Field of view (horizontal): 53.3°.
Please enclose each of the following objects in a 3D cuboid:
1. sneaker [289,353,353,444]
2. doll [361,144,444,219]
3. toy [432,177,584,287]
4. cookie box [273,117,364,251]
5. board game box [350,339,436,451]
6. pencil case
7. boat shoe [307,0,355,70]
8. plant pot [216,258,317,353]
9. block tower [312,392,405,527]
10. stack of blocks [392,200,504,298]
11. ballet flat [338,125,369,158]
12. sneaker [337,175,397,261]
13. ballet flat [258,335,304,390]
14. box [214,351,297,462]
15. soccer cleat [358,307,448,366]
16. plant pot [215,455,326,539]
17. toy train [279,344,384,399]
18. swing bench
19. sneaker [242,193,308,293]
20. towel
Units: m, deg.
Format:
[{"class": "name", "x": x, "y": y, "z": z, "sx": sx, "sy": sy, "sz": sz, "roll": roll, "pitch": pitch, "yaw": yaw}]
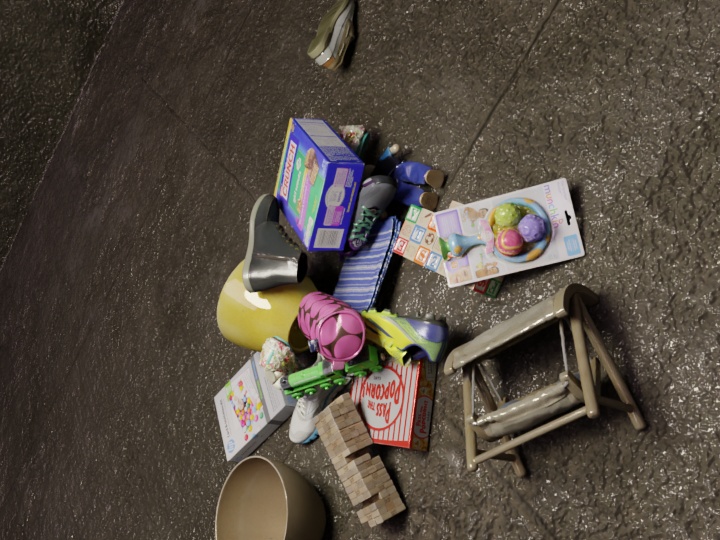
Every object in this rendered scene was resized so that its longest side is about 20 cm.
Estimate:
[{"class": "sneaker", "x": -0.091, "y": 0.222, "z": 1.294, "sx": 0.075, "sy": 0.086, "sz": 0.201, "roll": 39, "pitch": 106, "yaw": 45}, {"class": "doll", "x": 0.061, "y": -0.158, "z": 1.300, "sx": 0.199, "sy": 0.048, "sz": 0.138, "roll": 24, "pitch": 103, "yaw": 50}, {"class": "toy", "x": 0.206, "y": -0.055, "z": 1.028, "sx": 0.198, "sy": 0.047, "sz": 0.116, "roll": -15, "pitch": 81, "yaw": 19}, {"class": "cookie box", "x": -0.080, "y": -0.157, "z": 1.290, "sx": 0.200, "sy": 0.074, "sz": 0.173, "roll": 53, "pitch": 136, "yaw": 50}, {"class": "board game box", "x": 0.053, "y": 0.185, "z": 1.179, "sx": 0.151, "sy": 0.046, "sz": 0.202, "roll": -7, "pitch": 70, "yaw": 47}, {"class": "pencil case", "x": -0.054, "y": 0.093, "z": 1.177, "sx": 0.200, "sy": 0.090, "sz": 0.095, "roll": -148, "pitch": 54, "yaw": -76}, {"class": "boat shoe", "x": -0.050, "y": -0.509, "z": 1.543, "sx": 0.074, "sy": 0.068, "sz": 0.201, "roll": -16, "pitch": 43, "yaw": 48}, {"class": "plant pot", "x": -0.148, "y": 0.078, "z": 1.347, "sx": 0.141, "sy": 0.199, "sz": 0.202, "roll": 28, "pitch": 96, "yaw": 35}, {"class": "block tower", "x": -0.007, "y": 0.301, "z": 1.140, "sx": 0.054, "sy": 0.057, "sz": 0.201, "roll": -42, "pitch": 68, "yaw": 42}, {"class": "stack of blocks", "x": 0.152, "y": -0.047, "z": 1.151, "sx": 0.199, "sy": 0.058, "sz": 0.116, "roll": 28, "pitch": 96, "yaw": 49}, {"class": "ballet flat", "x": -0.040, "y": -0.186, "z": 1.386, "sx": 0.063, "sy": 0.076, "sz": 0.202, "roll": 19, "pitch": 91, "yaw": 7}, {"class": "sneaker", "x": 0.011, "y": -0.088, "z": 1.266, "sx": 0.200, "sy": 0.074, "sz": 0.088, "roll": 136, "pitch": 137, "yaw": -55}, {"class": "ballet flat", "x": -0.142, "y": 0.178, "z": 1.289, "sx": 0.075, "sy": 0.200, "sz": 0.064, "roll": 23, "pitch": 70, "yaw": 21}, {"class": "box", "x": -0.214, "y": 0.265, "z": 1.446, "sx": 0.200, "sy": 0.041, "sz": 0.157, "roll": -46, "pitch": 46, "yaw": 27}, {"class": "soccer cleat", "x": 0.054, "y": 0.105, "z": 1.125, "sx": 0.199, "sy": 0.064, "sz": 0.085, "roll": 0, "pitch": 78, "yaw": 48}, {"class": "plant pot", "x": -0.137, "y": 0.426, "z": 1.228, "sx": 0.199, "sy": 0.134, "sz": 0.202, "roll": -20, "pitch": 62, "yaw": 42}, {"class": "toy train", "x": -0.052, "y": 0.169, "z": 1.194, "sx": 0.199, "sy": 0.056, "sz": 0.042, "roll": -23, "pitch": 58, "yaw": 24}, {"class": "swing bench", "x": 0.227, "y": 0.140, "z": 0.945, "sx": 0.198, "sy": 0.129, "sz": 0.202, "roll": -36, "pitch": 51, "yaw": 34}, {"class": "sneaker", "x": -0.140, "y": -0.052, "z": 1.283, "sx": 0.105, "sy": 0.075, "sz": 0.202, "roll": -5, "pitch": 59, "yaw": 14}, {"class": "towel", "x": 0.000, "y": 0.000, "z": 1.290, "sx": 0.144, "sy": 0.024, "sz": 0.202, "roll": -4, "pitch": 63, "yaw": 57}]
